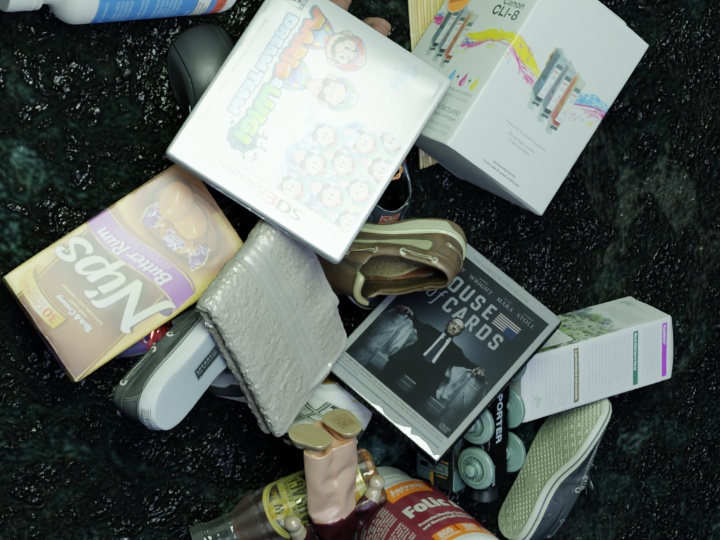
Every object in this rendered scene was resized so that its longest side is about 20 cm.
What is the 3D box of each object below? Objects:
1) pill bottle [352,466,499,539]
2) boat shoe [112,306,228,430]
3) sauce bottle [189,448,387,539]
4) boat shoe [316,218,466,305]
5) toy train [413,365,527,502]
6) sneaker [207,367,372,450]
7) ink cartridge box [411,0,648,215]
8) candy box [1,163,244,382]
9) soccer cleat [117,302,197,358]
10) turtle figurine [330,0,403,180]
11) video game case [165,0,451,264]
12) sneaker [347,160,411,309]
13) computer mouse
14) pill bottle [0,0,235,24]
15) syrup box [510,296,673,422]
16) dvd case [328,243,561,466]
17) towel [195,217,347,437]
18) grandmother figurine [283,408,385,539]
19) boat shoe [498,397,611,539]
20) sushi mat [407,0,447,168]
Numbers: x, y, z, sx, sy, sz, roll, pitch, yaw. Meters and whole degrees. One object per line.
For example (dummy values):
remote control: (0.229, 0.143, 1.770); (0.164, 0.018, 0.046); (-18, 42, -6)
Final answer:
pill bottle: (0.063, 0.285, 1.641); (0.114, 0.200, 0.114); (-10, 112, -26)
boat shoe: (-0.152, 0.067, 1.453); (0.200, 0.066, 0.070); (-52, 141, -33)
sauce bottle: (-0.074, 0.244, 1.616); (0.200, 0.066, 0.066); (-23, 118, -5)
boat shoe: (-0.002, -0.005, 1.517); (0.202, 0.075, 0.075); (-8, 130, 18)
toy train: (0.110, 0.144, 1.669); (0.085, 0.114, 0.200); (-21, 117, -47)
sneaker: (-0.071, 0.139, 1.590); (0.200, 0.076, 0.088); (12, 101, -31)
ink cartridge box: (0.145, -0.186, 1.537); (0.145, 0.145, 0.200); (34, 88, -34)
candy box: (-0.212, 0.000, 1.452); (0.200, 0.056, 0.117); (-35, 96, -13)
soccer cleat: (-0.158, 0.061, 1.514); (0.200, 0.076, 0.067); (4, 105, -30)
turtle figurine: (-0.032, -0.178, 1.470); (0.200, 0.064, 0.161); (21, 65, -18)
video game case: (-0.045, -0.137, 1.417); (0.182, 0.024, 0.200); (32, 79, -3)
sneaker: (0.015, -0.047, 1.566); (0.075, 0.085, 0.200); (-15, 114, -24)
computer mouse: (-0.097, -0.142, 1.494); (0.140, 0.046, 0.200); (-20, 116, -20)
pill bottle: (-0.210, -0.267, 1.349); (0.200, 0.112, 0.112); (-11, 112, -26)
syrup box: (0.240, 0.095, 1.743); (0.200, 0.079, 0.081); (-13, 113, -25)
dvd case: (0.083, 0.075, 1.587); (0.200, 0.150, 0.025); (-46, 168, -19)
towel: (-0.076, 0.051, 1.467); (0.133, 0.034, 0.200); (-55, 141, -28)
grandmother figurine: (-0.027, 0.233, 1.556); (0.121, 0.061, 0.200); (-15, 123, -25)
boat shoe: (0.227, 0.223, 1.783); (0.062, 0.075, 0.200); (17, 108, -35)
sushi mat: (0.092, -0.207, 1.594); (0.096, 0.012, 0.200); (-15, 114, -24)
